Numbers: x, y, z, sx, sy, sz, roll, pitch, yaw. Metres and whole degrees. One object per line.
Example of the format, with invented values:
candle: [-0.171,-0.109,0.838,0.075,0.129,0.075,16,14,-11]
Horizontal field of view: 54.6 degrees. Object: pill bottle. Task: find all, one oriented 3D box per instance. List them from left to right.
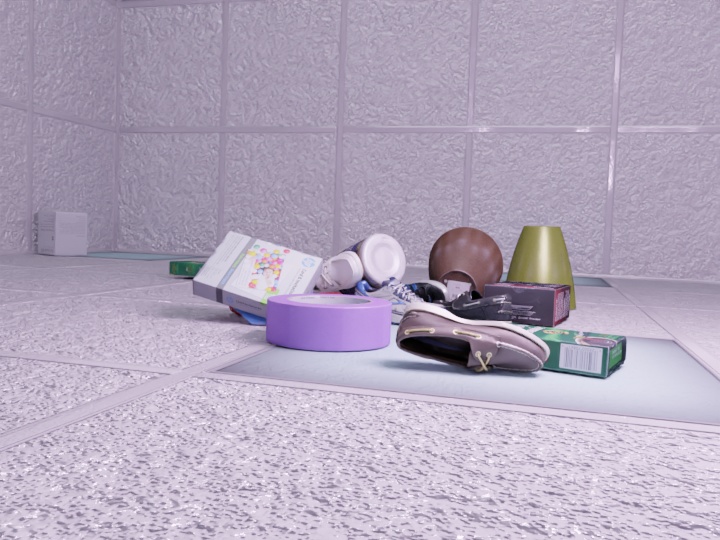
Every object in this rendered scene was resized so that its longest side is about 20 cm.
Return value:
pill bottle: [0.000,0.000,1.496,0.109,0.113,0.199,0,-14,-32]

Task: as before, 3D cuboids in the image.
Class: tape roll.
tape roll: [-0.050,0.078,1.099,0.196,0.067,0.200,2,4,0]

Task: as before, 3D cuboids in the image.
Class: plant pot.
plant pot: [0.236,0.015,1.627,0.183,0.190,0.200,3,18,14]
plant pot: [0.459,-0.011,1.777,0.183,0.204,0.187,3,3,0]

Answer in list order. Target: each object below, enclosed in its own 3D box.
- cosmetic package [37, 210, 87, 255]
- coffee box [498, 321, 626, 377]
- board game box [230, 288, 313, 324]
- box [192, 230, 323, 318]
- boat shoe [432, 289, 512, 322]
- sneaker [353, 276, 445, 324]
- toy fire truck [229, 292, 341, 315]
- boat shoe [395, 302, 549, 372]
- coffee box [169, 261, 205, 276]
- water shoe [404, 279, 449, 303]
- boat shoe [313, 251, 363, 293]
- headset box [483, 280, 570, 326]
cosmetic package: [-1.395,-0.174,3.273,0.165,0.204,0.165,4,4,38]
coffee box: [0.261,0.107,0.984,0.197,0.045,0.122,5,4,32]
board game box: [-0.187,0.040,1.327,0.199,0.039,0.157,37,49,28]
box: [-0.188,0.011,1.297,0.197,0.042,0.157,18,43,9]
boat shoe: [0.222,0.071,1.399,0.071,0.069,0.198,-3,4,-39]
sneaker: [0.070,0.057,1.350,0.197,0.087,0.077,4,4,22]
toy fire truck: [-0.150,0.065,1.381,0.197,0.050,0.141,-2,9,-27]
boat shoe: [0.143,0.099,0.906,0.197,0.073,0.060,16,47,11]
coffee box: [-0.492,-0.003,2.218,0.196,0.045,0.123,4,3,19]
water shoe: [0.099,0.067,1.524,0.197,0.073,0.079,-1,22,35]
boat shoe: [-0.065,0.016,1.427,0.069,0.072,0.199,-19,-4,-34]
headset box: [0.349,0.066,1.461,0.146,0.079,0.199,3,4,26]
